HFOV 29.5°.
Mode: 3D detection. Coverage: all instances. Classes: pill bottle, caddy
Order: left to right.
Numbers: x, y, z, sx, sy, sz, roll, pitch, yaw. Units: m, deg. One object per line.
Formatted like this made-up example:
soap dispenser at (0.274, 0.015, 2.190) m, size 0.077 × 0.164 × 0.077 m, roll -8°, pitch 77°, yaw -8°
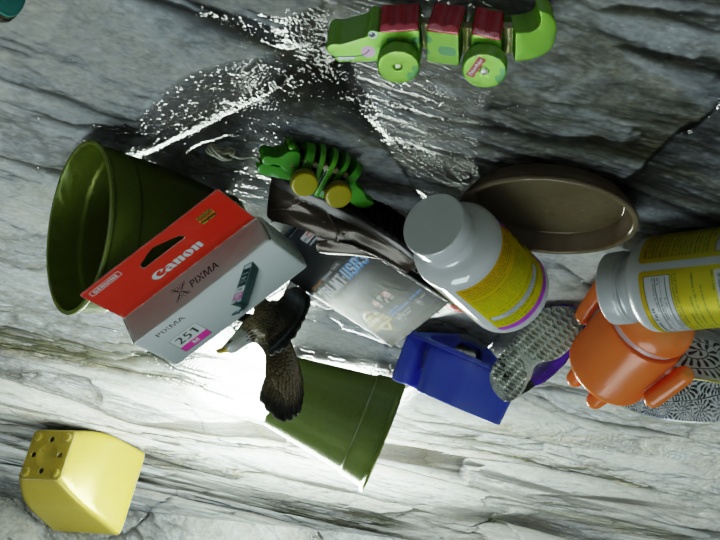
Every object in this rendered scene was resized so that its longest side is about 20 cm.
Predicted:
caddy at (0.144, 0.145, 1.994) m, size 0.200 × 0.105 × 0.141 m, roll 25°, pitch 176°, yaw -35°
pill bottle at (0.127, -0.010, 1.522) m, size 0.104 × 0.104 × 0.200 m, roll -4°, pitch 155°, yaw 31°
pill bottle at (0.373, 0.011, 1.540) m, size 0.200 × 0.113 × 0.112 m, roll -7°, pitch 153°, yaw 37°

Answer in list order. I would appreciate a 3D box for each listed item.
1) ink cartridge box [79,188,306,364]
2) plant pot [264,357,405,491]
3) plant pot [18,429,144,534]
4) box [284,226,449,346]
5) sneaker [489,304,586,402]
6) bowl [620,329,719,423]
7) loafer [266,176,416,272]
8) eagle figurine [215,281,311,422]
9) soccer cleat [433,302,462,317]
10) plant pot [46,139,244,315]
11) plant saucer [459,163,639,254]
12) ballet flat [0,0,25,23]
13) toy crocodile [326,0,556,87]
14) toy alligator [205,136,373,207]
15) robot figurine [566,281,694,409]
ink cartridge box at (-0.181, 0.011, 1.518) m, size 0.200 × 0.044 × 0.174 m, roll -37°, pitch 151°, yaw 9°
plant pot at (-0.048, 0.229, 2.202) m, size 0.190 × 0.200 × 0.200 m, roll 22°, pitch 158°, yaw 0°
plant pot at (-0.619, 0.436, 2.949) m, size 0.194 × 0.196 × 0.200 m, roll -3°, pitch 147°, yaw 28°
box at (0.000, 0.000, 1.681) m, size 0.198 × 0.050 × 0.200 m, roll 32°, pitch 154°, yaw -8°
sneaker at (0.262, 0.101, 1.888) m, size 0.099 × 0.070 × 0.200 m, roll -18°, pitch 158°, yaw -39°
bowl at (0.439, 0.133, 1.848) m, size 0.200 × 0.094 × 0.201 m, roll 8°, pitch 158°, yaw 3°
loafer at (-0.019, -0.050, 1.552) m, size 0.200 × 0.073 × 0.071 m, roll 29°, pitch 115°, yaw -2°
eagle figurine at (-0.118, 0.085, 1.808) m, size 0.200 × 0.151 × 0.152 m, roll 40°, pitch -179°, yaw 41°
soccer cleat at (0.106, 0.028, 1.766) m, size 0.200 × 0.069 × 0.085 m, roll -6°, pitch 160°, yaw 42°
plant pot at (-0.241, -0.037, 1.599) m, size 0.193 × 0.201 × 0.200 m, roll 9°, pitch 162°, yaw -31°
plant saucer at (0.209, -0.069, 1.521) m, size 0.200 × 0.030 × 0.200 m, roll 8°, pitch 158°, yaw 3°
ballet flat at (-0.372, -0.281, 1.189) m, size 0.075 × 0.068 × 0.200 m, roll 17°, pitch 166°, yaw 27°
toy crocodile at (0.069, -0.205, 1.185) m, size 0.200 × 0.068 × 0.062 m, roll 3°, pitch 139°, yaw 9°
toy alligator at (-0.066, -0.119, 1.481) m, size 0.200 × 0.059 × 0.054 m, roll 18°, pitch 117°, yaw -23°
robot figurine at (0.340, 0.091, 1.708) m, size 0.116 × 0.144 × 0.200 m, roll 13°, pitch 135°, yaw -21°
